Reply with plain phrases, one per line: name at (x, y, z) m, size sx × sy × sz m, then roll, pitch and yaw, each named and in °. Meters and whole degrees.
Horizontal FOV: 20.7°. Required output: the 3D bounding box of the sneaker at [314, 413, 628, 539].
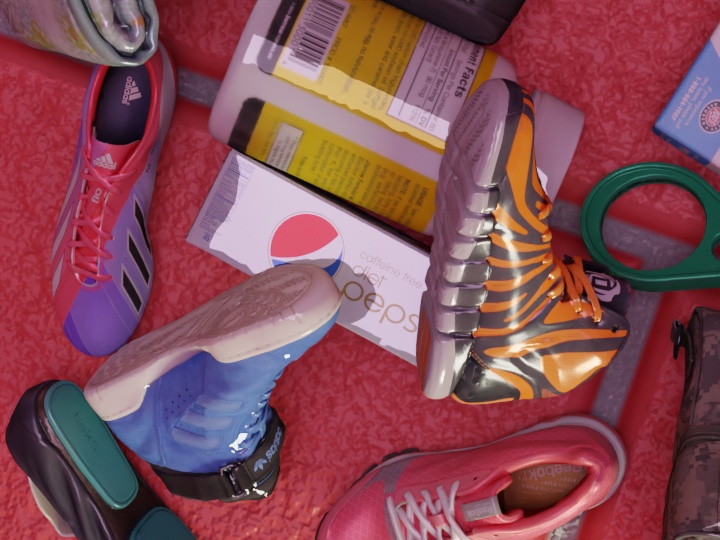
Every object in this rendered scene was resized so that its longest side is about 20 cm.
sneaker at (0.061, 0.135, 1.169) m, size 0.199 × 0.087 × 0.074 m, roll -21°, pitch 89°, yaw 7°

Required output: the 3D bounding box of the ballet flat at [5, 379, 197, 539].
ballet flat at (-0.152, 0.159, 1.211) m, size 0.073 × 0.073 × 0.201 m, roll -34°, pitch 94°, yaw 7°

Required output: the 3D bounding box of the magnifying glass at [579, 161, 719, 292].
magnifying glass at (0.222, -0.008, 1.143) m, size 0.199 × 0.022 × 0.080 m, roll 20°, pitch 69°, yaw 25°

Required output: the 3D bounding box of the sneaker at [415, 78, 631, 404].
sneaker at (0.098, -0.014, 1.084) m, size 0.111 × 0.078 × 0.201 m, roll 3°, pitch 126°, yaw -8°

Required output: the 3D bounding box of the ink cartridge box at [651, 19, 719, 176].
ink cartridge box at (0.283, -0.077, 1.144) m, size 0.199 × 0.068 × 0.115 m, roll 33°, pitch 94°, yaw 5°

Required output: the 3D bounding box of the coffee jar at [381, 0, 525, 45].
coffee jar at (0.077, -0.237, 1.153) m, size 0.104 × 0.085 × 0.201 m, roll 25°, pitch 94°, yaw -2°

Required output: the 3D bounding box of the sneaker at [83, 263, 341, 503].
sneaker at (-0.064, 0.074, 1.156) m, size 0.199 × 0.077 × 0.111 m, roll -26°, pitch 110°, yaw 36°

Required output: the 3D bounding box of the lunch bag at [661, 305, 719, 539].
lunch bag at (0.272, 0.105, 1.118) m, size 0.199 × 0.140 × 0.169 m, roll 5°, pitch 65°, yaw 7°

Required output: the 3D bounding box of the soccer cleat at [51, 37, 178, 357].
soccer cleat at (-0.153, -0.046, 1.192) m, size 0.066 × 0.076 × 0.201 m, roll 13°, pitch 93°, yaw 6°

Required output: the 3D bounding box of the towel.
towel at (-0.189, -0.216, 1.124) m, size 0.048 × 0.171 × 0.201 m, roll -26°, pitch 111°, yaw -19°

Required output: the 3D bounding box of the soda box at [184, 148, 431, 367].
soda box at (0.000, 0.000, 1.180) m, size 0.199 × 0.068 × 0.064 m, roll 29°, pitch 95°, yaw 5°

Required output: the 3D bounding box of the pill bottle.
pill bottle at (0.022, -0.090, 1.147) m, size 0.199 × 0.114 × 0.115 m, roll 25°, pitch 95°, yaw -2°
